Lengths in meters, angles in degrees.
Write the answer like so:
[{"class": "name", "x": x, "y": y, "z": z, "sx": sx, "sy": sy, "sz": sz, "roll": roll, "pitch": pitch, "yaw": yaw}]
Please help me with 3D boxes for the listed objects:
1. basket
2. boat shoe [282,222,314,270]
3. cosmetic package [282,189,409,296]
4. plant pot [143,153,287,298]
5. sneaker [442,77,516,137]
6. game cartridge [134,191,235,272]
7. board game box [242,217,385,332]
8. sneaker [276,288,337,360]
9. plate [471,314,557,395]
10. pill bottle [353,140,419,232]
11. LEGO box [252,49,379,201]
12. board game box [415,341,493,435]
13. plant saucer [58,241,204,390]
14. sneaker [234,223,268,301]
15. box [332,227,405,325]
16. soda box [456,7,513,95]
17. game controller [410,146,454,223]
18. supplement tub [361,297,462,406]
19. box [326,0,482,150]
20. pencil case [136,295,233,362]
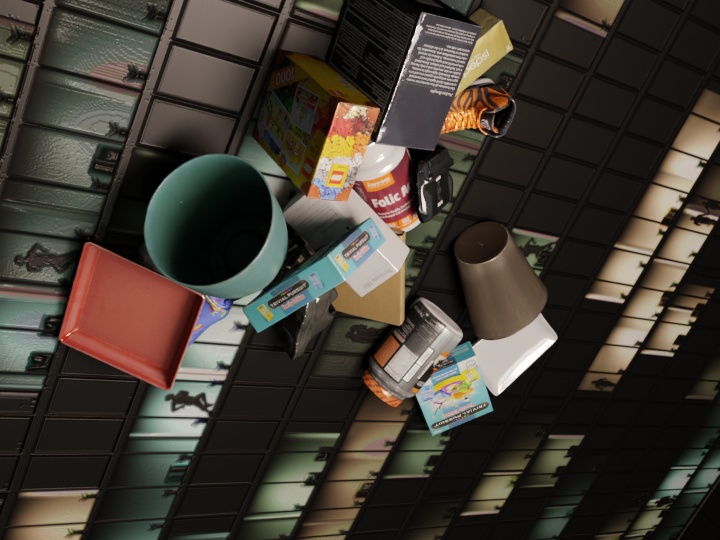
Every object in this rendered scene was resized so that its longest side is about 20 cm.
[{"class": "basket", "x": 0.269, "y": 0.011, "z": 1.817, "sx": 0.179, "sy": 0.136, "sz": 0.201, "roll": -36, "pitch": 131, "yaw": -8}, {"class": "boat shoe", "x": -0.124, "y": -0.042, "z": 1.553, "sx": 0.071, "sy": 0.064, "sz": 0.200, "roll": -45, "pitch": 135, "yaw": 4}, {"class": "cosmetic package", "x": -0.024, "y": -0.063, "z": 1.516, "sx": 0.200, "sy": 0.074, "sz": 0.101, "roll": 45, "pitch": 129, "yaw": -12}, {"class": "plant pot", "x": -0.197, "y": -0.049, "z": 1.368, "sx": 0.200, "sy": 0.201, "sz": 0.161, "roll": -41, "pitch": 158, "yaw": -1}, {"class": "sneaker", "x": 0.178, "y": -0.264, "z": 1.559, "sx": 0.198, "sy": 0.112, "sz": 0.078, "roll": -27, "pitch": 133, "yaw": -15}, {"class": "game cartridge", "x": -0.269, "y": -0.068, "z": 1.460, "sx": 0.129, "sy": 0.038, "sz": 0.201, "roll": 20, "pitch": 109, "yaw": -38}, {"class": "board game box", "x": -0.072, "y": 0.006, "z": 1.429, "sx": 0.199, "sy": 0.047, "sz": 0.151, "roll": -31, "pitch": -172, "yaw": 35}, {"class": "sneaker", "x": -0.091, "y": 0.093, "z": 1.641, "sx": 0.090, "sy": 0.076, "sz": 0.201, "roll": -16, "pitch": 154, "yaw": -29}, {"class": "plate", "x": 0.330, "y": 0.165, "z": 2.037, "sx": 0.199, "sy": 0.032, "sz": 0.200, "roll": -43, "pitch": 135, "yaw": 0}, {"class": "pill bottle", "x": 0.035, "y": -0.164, "z": 1.535, "sx": 0.114, "sy": 0.114, "sz": 0.201, "roll": -35, "pitch": 135, "yaw": -6}, {"class": "LEGO box", "x": -0.071, "y": -0.218, "z": 1.365, "sx": 0.076, "sy": 0.200, "sz": 0.150, "roll": 2, "pitch": 120, "yaw": -35}, {"class": "board game box", "x": 0.195, "y": 0.259, "z": 1.981, "sx": 0.149, "sy": 0.047, "sz": 0.201, "roll": -23, "pitch": 133, "yaw": 1}, {"class": "plant saucer", "x": -0.354, "y": 0.068, "z": 1.426, "sx": 0.198, "sy": 0.037, "sz": 0.201, "roll": 25, "pitch": 120, "yaw": -2}, {"class": "sneaker", "x": -0.199, "y": -0.011, "z": 1.522, "sx": 0.200, "sy": 0.083, "sz": 0.071, "roll": -39, "pitch": 170, "yaw": 35}, {"class": "box", "x": 0.000, "y": 0.000, "z": 1.619, "sx": 0.021, "sy": 0.161, "sz": 0.202, "roll": -58, "pitch": 155, "yaw": -46}, {"class": "soda box", "x": 0.153, "y": -0.341, "z": 1.517, "sx": 0.199, "sy": 0.068, "sz": 0.064, "roll": -40, "pitch": 134, "yaw": -2}, {"class": "game controller", "x": 0.125, "y": -0.149, "z": 1.574, "sx": 0.200, "sy": 0.042, "sz": 0.106, "roll": -41, "pitch": 136, "yaw": -66}, {"class": "supplement tub", "x": 0.100, "y": 0.164, "z": 1.817, "sx": 0.201, "sy": 0.123, "sz": 0.122, "roll": -50, "pitch": 134, "yaw": 9}, {"class": "box", "x": 0.053, "y": -0.317, "z": 1.376, "sx": 0.122, "sy": 0.200, "sz": 0.200, "roll": 3, "pitch": 121, "yaw": -35}, {"class": "pencil case", "x": -0.290, "y": 0.085, "z": 1.492, "sx": 0.200, "sy": 0.087, "sz": 0.078, "roll": -41, "pitch": 179, "yaw": 22}]
